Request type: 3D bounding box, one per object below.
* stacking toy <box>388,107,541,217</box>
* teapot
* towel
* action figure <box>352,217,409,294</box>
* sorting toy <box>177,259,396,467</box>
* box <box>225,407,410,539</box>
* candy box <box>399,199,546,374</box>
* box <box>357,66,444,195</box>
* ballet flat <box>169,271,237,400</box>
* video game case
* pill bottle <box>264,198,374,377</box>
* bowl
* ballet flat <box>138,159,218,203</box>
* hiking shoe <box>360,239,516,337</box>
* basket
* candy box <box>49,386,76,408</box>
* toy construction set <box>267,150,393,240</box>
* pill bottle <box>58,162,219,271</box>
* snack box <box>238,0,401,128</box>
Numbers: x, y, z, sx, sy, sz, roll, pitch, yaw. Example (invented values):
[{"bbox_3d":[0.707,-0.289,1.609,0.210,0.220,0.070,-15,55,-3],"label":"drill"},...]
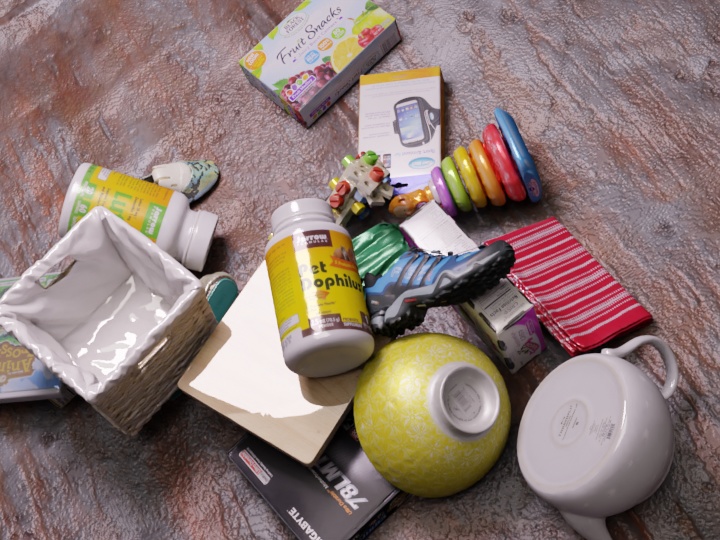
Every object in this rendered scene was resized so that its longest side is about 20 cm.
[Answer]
[{"bbox_3d":[0.130,-0.116,1.609,0.200,0.116,0.110,-23,61,6],"label":"stacking toy"},{"bbox_3d":[0.288,0.196,1.395,0.200,0.146,0.198,-45,33,27],"label":"teapot"},{"bbox_3d":[0.256,0.015,1.520,0.144,0.023,0.200,-19,55,-34],"label":"towel"},{"bbox_3d":[0.000,0.000,1.615,0.200,0.055,0.118,-41,61,-2],"label":"action figure"},{"bbox_3d":[-0.086,0.120,1.513,0.200,0.070,0.199,28,72,19],"label":"sorting toy"},{"bbox_3d":[-0.032,0.232,1.514,0.198,0.050,0.200,-41,61,-8],"label":"box"},{"bbox_3d":[0.142,0.020,1.522,0.061,0.136,0.200,-38,62,-4],"label":"candy box"},{"bbox_3d":[0.058,-0.188,1.705,0.119,0.041,0.201,-4,66,13],"label":"box"},{"bbox_3d":[-0.231,0.090,1.640,0.062,0.067,0.200,8,59,49],"label":"ballet flat"},{"bbox_3d":[-0.484,0.093,1.656,0.199,0.022,0.183,-6,62,13],"label":"video game case"},{"bbox_3d":[-0.053,0.018,1.456,0.109,0.109,0.201,-16,64,6],"label":"pill bottle"},{"bbox_3d":[0.103,0.159,1.423,0.200,0.108,0.201,8,71,-23],"label":"bowl"},{"bbox_3d":[-0.300,-0.113,1.745,0.200,0.074,0.074,-28,60,0],"label":"ballet flat"},{"bbox_3d":[0.085,0.002,1.430,0.200,0.074,0.087,-27,67,21],"label":"hiking shoe"},{"bbox_3d":[-0.310,0.066,1.529,0.200,0.161,0.198,36,73,22],"label":"basket"},{"bbox_3d":[-0.380,0.077,1.678,0.200,0.056,0.117,-43,61,-10],"label":"candy box"},{"bbox_3d":[-0.027,-0.092,1.610,0.200,0.131,0.092,-38,80,41],"label":"toy construction set"},{"bbox_3d":[-0.301,-0.067,1.670,0.199,0.111,0.111,18,67,-5],"label":"pill bottle"},{"bbox_3d":[-0.059,-0.325,1.796,0.200,0.053,0.142,-45,60,-9],"label":"snack box"}]
